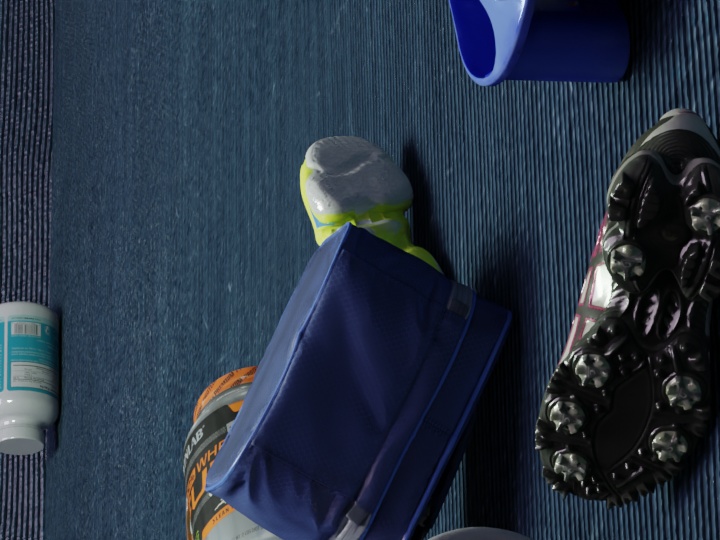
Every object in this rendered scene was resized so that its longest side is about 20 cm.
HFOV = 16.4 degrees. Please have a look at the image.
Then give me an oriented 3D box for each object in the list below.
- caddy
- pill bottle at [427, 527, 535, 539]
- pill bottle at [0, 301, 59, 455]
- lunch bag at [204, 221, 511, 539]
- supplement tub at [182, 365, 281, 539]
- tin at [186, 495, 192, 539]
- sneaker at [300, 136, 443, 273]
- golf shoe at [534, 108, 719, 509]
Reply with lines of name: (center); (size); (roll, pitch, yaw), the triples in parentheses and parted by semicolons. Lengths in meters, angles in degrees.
caddy: (0.087, -0.187, 1.317); (0.142, 0.104, 0.201); (106, 161, -44)
pill bottle: (0.050, 0.242, 1.334); (0.201, 0.119, 0.120); (108, 160, -45)
pill bottle: (-0.477, 0.153, 3.493); (0.111, 0.110, 0.201); (121, 150, -62)
lunch bag: (0.002, 0.089, 1.487); (0.201, 0.132, 0.136); (-65, 7, -10)
supplement tub: (-0.064, 0.170, 1.808); (0.200, 0.122, 0.123); (-104, 23, -51)
tin: (-0.121, 0.181, 2.210); (0.200, 0.042, 0.112); (111, 162, -51)
sneaker: (0.000, 0.000, 1.674); (0.200, 0.075, 0.105); (-110, 25, -48)
golf shoe: (0.137, 0.021, 1.180); (0.088, 0.077, 0.201); (-71, -4, -60)
